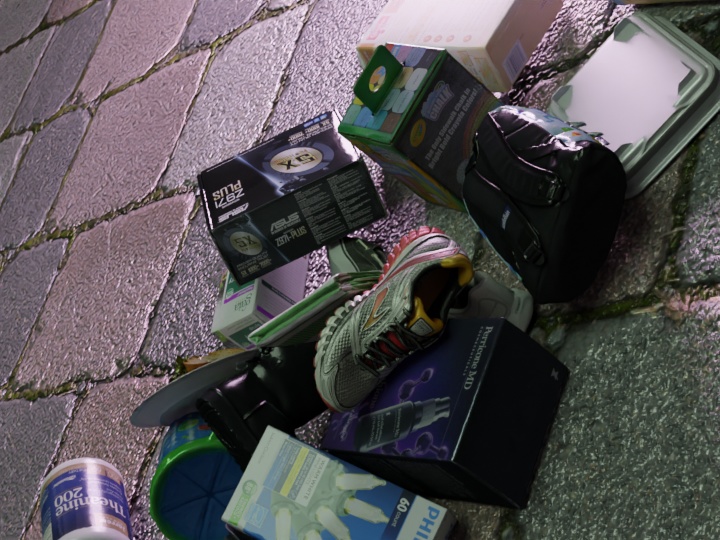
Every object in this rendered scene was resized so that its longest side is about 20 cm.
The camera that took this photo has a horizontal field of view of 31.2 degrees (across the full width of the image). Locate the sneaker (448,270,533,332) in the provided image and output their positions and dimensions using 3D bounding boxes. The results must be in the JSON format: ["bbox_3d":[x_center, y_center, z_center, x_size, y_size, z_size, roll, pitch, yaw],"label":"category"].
[{"bbox_3d":[0.084,0.043,1.342,0.199,0.081,0.076,-19,48,45],"label":"sneaker"}]

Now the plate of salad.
[{"bbox_3d":[-0.182,0.130,1.518,0.199,0.199,0.048,-36,72,27],"label":"plate of salad"}]

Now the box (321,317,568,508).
[{"bbox_3d":[0.079,0.133,1.243,0.199,0.104,0.149,-6,55,50],"label":"box"}]

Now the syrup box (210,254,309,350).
[{"bbox_3d":[-0.122,0.005,1.642,0.078,0.081,0.202,-26,41,36],"label":"syrup box"}]

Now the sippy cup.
[{"bbox_3d":[-0.177,0.229,1.477,0.177,0.140,0.130,-39,23,4],"label":"sippy cup"}]

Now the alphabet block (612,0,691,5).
[{"bbox_3d":[0.324,-0.409,1.335,0.199,0.195,0.198,14,74,55],"label":"alphabet block"}]

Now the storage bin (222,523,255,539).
[{"bbox_3d":[-0.082,0.350,1.241,0.199,0.145,0.136,25,91,57],"label":"storage bin"}]

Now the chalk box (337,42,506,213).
[{"bbox_3d":[0.066,-0.172,1.445,0.125,0.199,0.123,-58,33,-6],"label":"chalk box"}]

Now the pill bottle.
[{"bbox_3d":[-0.336,0.335,1.593,0.111,0.111,0.201,-45,34,14],"label":"pill bottle"}]

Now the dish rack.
[{"bbox_3d":[0.277,-0.180,1.328,0.172,0.043,0.201,-47,34,12],"label":"dish rack"}]

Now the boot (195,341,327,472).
[{"bbox_3d":[-0.067,0.162,1.405,0.162,0.199,0.073,-36,-2,-28],"label":"boot"}]

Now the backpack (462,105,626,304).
[{"bbox_3d":[0.177,-0.081,1.279,0.200,0.152,0.165,36,120,47],"label":"backpack"}]

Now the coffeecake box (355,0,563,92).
[{"bbox_3d":[0.117,-0.293,1.545,0.198,0.073,0.154,9,56,42],"label":"coffeecake box"}]

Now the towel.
[{"bbox_3d":[-0.005,0.036,1.341,0.152,0.199,0.024,-35,73,37],"label":"towel"}]

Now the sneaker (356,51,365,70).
[{"bbox_3d":[0.022,-0.222,1.665,0.105,0.075,0.200,-50,34,9],"label":"sneaker"}]

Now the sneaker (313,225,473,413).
[{"bbox_3d":[0.030,0.049,1.216,0.201,0.078,0.082,-54,33,-2],"label":"sneaker"}]

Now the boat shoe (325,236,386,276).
[{"bbox_3d":[0.000,0.000,1.509,0.063,0.072,0.200,-13,21,-6],"label":"boat shoe"}]

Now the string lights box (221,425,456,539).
[{"bbox_3d":[-0.020,0.238,1.229,0.198,0.059,0.104,21,75,21],"label":"string lights box"}]

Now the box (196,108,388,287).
[{"bbox_3d":[-0.086,-0.091,1.552,0.198,0.087,0.164,-25,31,1],"label":"box"}]
